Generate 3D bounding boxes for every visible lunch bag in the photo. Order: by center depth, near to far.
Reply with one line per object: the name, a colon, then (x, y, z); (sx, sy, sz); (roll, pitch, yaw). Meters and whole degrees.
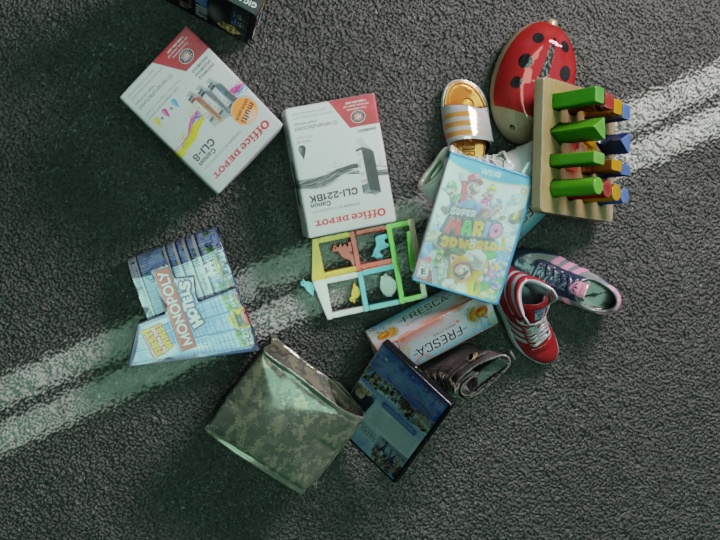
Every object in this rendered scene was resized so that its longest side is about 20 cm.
lunch bag: (-0.111, 0.228, 1.639); (0.199, 0.118, 0.165); (37, 100, -4)

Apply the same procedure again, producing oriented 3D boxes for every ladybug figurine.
ladybug figurine: (0.277, -0.300, 1.670); (0.134, 0.072, 0.203); (12, 93, -8)

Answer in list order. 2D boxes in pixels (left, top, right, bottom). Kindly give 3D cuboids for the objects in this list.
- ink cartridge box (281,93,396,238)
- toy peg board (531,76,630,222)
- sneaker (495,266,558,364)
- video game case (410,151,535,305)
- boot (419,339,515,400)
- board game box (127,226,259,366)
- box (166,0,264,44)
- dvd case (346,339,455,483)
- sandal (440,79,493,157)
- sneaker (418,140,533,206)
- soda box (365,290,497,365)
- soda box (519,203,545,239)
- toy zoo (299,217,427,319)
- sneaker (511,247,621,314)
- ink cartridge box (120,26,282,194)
ink cartridge box: (-0.034, -0.160, 1.637); (0.142, 0.084, 0.203); (-11, 97, -7)
toy peg board: (0.360, -0.183, 1.618); (0.197, 0.097, 0.203); (4, 87, -44)
sneaker: (0.277, 0.080, 1.669); (0.071, 0.112, 0.201); (-40, 114, -12)
video game case: (0.171, -0.063, 1.603); (0.141, 0.018, 0.203); (16, 97, -7)
boot: (0.135, 0.171, 1.642); (0.199, 0.174, 0.070); (-36, 99, -4)
board game box: (-0.282, 0.061, 1.638); (0.197, 0.062, 0.203); (-21, 97, -6)
box: (-0.217, -0.402, 1.534); (0.157, 0.200, 0.046); (26, 87, -9)
dvd case: (0.048, 0.220, 1.633); (0.142, 0.017, 0.201); (41, 127, 14)
sandal: (0.176, -0.198, 1.673); (0.078, 0.059, 0.210); (-6, 96, -7)
sneaker: (0.185, -0.157, 1.625); (0.199, 0.074, 0.116); (-36, 120, 11)
soda box: (0.112, 0.089, 1.672); (0.198, 0.069, 0.064); (-27, 120, -4)
soda box: (0.248, -0.102, 1.683); (0.200, 0.064, 0.068); (-43, 113, -1)
toy zoo: (0.000, 0.000, 1.688); (0.197, 0.020, 0.133); (-11, 96, -6)
sneaker: (0.329, 0.016, 1.699); (0.197, 0.082, 0.071); (18, 95, -6)
ink cartridge box: (-0.232, -0.233, 1.576); (0.200, 0.145, 0.145); (44, 88, -10)
